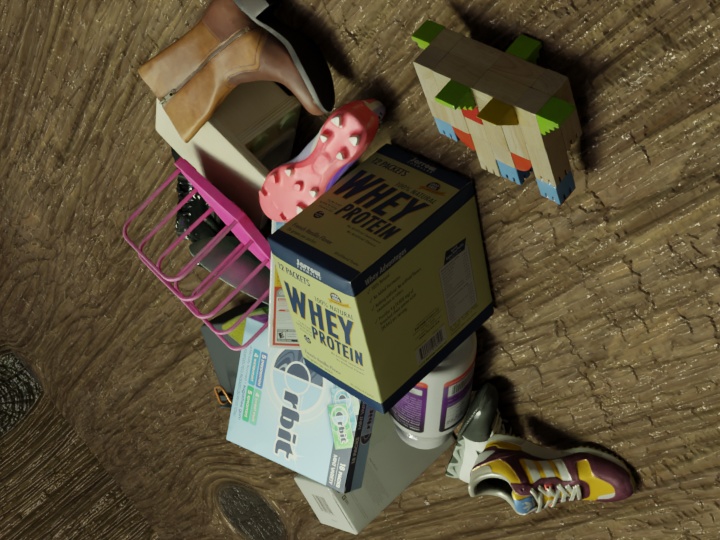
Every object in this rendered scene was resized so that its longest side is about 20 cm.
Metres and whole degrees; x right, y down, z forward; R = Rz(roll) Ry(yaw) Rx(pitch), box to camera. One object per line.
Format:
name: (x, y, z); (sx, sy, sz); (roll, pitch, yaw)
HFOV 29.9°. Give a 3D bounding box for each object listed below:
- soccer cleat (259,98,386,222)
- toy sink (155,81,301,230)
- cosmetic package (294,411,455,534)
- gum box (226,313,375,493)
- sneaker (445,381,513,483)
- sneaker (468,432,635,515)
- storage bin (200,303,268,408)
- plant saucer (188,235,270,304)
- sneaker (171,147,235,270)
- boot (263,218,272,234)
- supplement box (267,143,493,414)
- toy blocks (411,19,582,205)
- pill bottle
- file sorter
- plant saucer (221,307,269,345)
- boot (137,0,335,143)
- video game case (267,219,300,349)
soccer cleat: (-0.043, -0.122, 1.526); (0.067, 0.076, 0.200); (49, 131, 4)
toy sink: (-0.148, -0.174, 1.664); (0.200, 0.112, 0.131); (45, 155, 14)
cosmetic package: (0.020, 0.260, 1.856); (0.085, 0.199, 0.107); (59, 155, -16)
gum box: (-0.073, 0.167, 1.721); (0.198, 0.044, 0.172); (19, 105, 33)
sneaker: (0.169, 0.215, 1.721); (0.088, 0.074, 0.201); (24, 147, 12)
sneaker: (0.225, 0.257, 1.601); (0.198, 0.090, 0.076); (5, 131, 32)
storage bin: (-0.173, 0.131, 2.093); (0.199, 0.145, 0.136); (-10, 106, 61)
plant saucer: (-0.143, -0.004, 1.876); (0.199, 0.039, 0.201); (27, -170, -5)
sneaker: (-0.233, -0.089, 1.942); (0.075, 0.087, 0.202); (14, 136, 52)
boot: (-0.117, -0.057, 1.825); (0.199, 0.068, 0.131); (35, 154, 32)
supplement box: (0.029, 0.007, 1.509); (0.134, 0.200, 0.201); (27, 145, 38)
toy blocks: (0.136, -0.143, 1.281); (0.199, 0.100, 0.137); (30, 159, 36)
pill bottle: (0.086, 0.140, 1.694); (0.111, 0.111, 0.201); (38, 151, 24)
file sorter: (-0.184, -0.012, 1.674); (0.139, 0.125, 0.200); (41, 173, 36)
plant saucer: (-0.060, 0.106, 1.857); (0.199, 0.199, 0.048); (36, 110, 27)
boot: (-0.144, -0.210, 1.536); (0.199, 0.068, 0.189); (-37, 92, 26)
video game case: (-0.039, 0.002, 1.628); (0.017, 0.141, 0.203); (-94, 7, -69)
